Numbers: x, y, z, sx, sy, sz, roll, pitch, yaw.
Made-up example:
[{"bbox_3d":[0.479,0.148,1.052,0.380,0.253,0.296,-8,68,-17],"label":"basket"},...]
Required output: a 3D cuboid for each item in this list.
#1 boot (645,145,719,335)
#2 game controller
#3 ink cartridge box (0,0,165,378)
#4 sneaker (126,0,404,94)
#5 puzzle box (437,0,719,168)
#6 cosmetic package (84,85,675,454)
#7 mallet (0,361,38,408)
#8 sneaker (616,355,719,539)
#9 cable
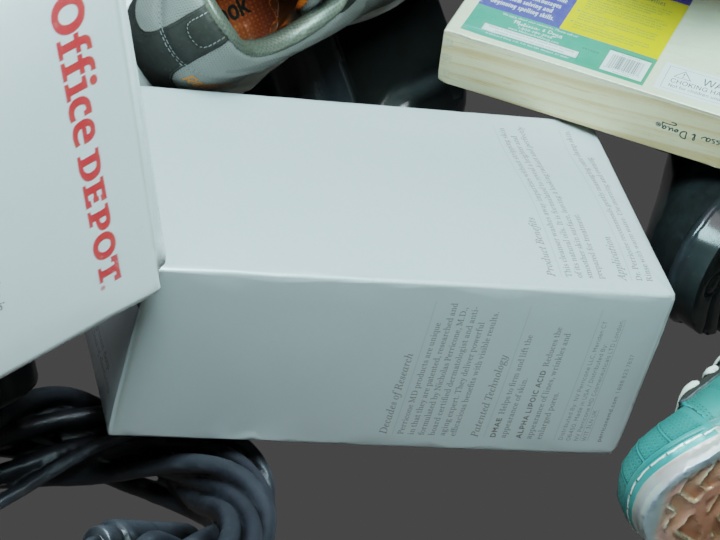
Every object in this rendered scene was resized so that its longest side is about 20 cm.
[{"bbox_3d":[0.119,-0.067,1.094,0.162,0.074,0.198,30,43,19],"label":"boot"},{"bbox_3d":[-0.022,-0.136,1.092,0.042,0.201,0.104,-15,5,46],"label":"game controller"},{"bbox_3d":[-0.169,-0.022,0.820,0.199,0.146,0.084,-30,47,-25],"label":"ink cartridge box"},{"bbox_3d":[-0.009,-0.124,1.023,0.200,0.079,0.074,-40,103,-31],"label":"sneaker"},{"bbox_3d":[0.143,-0.088,1.052,0.199,0.026,0.133,19,40,13],"label":"puzzle box"},{"bbox_3d":[0.000,0.000,0.978,0.198,0.082,0.113,3,37,-17],"label":"cosmetic package"},{"bbox_3d":[-0.196,0.038,0.887,0.199,0.066,0.041,-21,14,-38],"label":"mallet"},{"bbox_3d":[0.161,0.041,0.999,0.199,0.072,0.080,-22,47,-31],"label":"sneaker"},{"bbox_3d":[-0.111,0.084,0.899,0.199,0.051,0.163,-10,15,-30],"label":"cable"}]
